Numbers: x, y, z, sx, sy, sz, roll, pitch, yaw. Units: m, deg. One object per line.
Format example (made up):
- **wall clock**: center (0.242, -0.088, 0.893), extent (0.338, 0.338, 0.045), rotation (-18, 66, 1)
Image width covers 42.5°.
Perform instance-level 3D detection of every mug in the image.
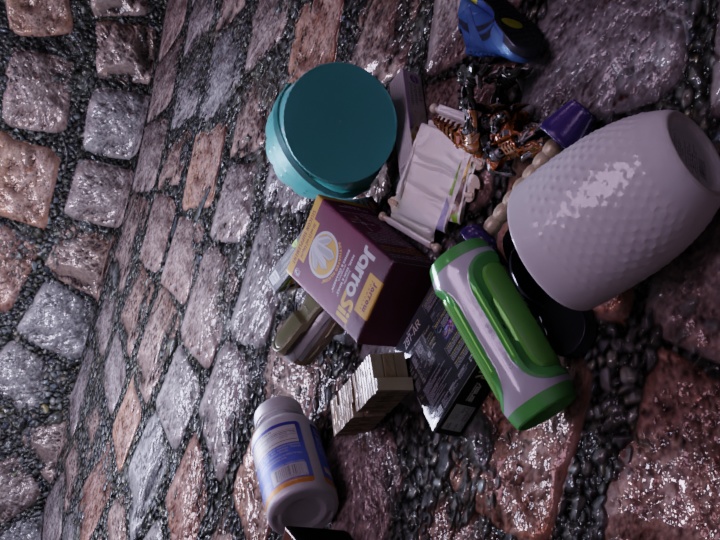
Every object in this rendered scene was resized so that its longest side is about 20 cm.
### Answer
- **mug**: center (0.260, -0.082, 0.906), extent (0.175, 0.147, 0.201), rotation (-37, 16, 42)

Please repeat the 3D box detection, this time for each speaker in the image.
- **speaker**: center (0.153, 0.068, 1.009), extent (0.089, 0.087, 0.203), rotation (-48, 61, 40)

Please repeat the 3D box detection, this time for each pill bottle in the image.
- **pill bottle**: center (-0.108, 0.293, 1.419), extent (0.113, 0.110, 0.201), rotation (-60, 31, 26)

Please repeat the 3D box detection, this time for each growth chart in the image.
- **growth chart**: center (0.108, -0.128, 1.276), extent (0.144, 0.018, 0.203), rotation (38, 112, 37)

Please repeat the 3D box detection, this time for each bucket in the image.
- **bucket**: center (-0.043, -0.209, 1.407), extent (0.135, 0.202, 0.212), rotation (160, 121, -77)

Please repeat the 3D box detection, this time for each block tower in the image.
- **block tower**: center (0.012, 0.171, 1.268), extent (0.200, 0.053, 0.059), rotation (126, 139, -59)

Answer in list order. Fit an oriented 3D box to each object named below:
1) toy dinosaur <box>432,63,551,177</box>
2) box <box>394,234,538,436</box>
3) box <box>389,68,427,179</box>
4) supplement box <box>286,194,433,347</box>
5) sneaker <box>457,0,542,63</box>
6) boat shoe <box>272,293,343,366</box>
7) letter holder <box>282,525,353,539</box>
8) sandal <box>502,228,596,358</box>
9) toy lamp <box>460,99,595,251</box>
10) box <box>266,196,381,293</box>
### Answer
- **toy dinosaur**: center (0.159, -0.189, 1.171), extent (0.196, 0.101, 0.139), rotation (8, 102, 32)
- **box**: center (0.126, 0.078, 1.159), extent (0.202, 0.043, 0.161), rotation (-62, 31, 25)
- **box**: center (0.077, -0.211, 1.390), extent (0.041, 0.038, 0.204), rotation (-42, 43, 43)
- **supplement box**: center (0.000, 0.000, 1.318), extent (0.200, 0.102, 0.133), rotation (41, 113, 42)
- **sneaker**: center (0.180, -0.307, 1.227), extent (0.201, 0.064, 0.080), rotation (-115, 36, -51)
- **boat shoe**: center (-0.052, 0.066, 1.468), extent (0.200, 0.068, 0.075), rotation (-46, 30, 10)
- **letter holder**: center (-0.040, 0.454, 1.233), extent (0.199, 0.099, 0.145), rotation (26, 102, 62)
- **sandal**: center (0.206, 0.009, 1.043), extent (0.077, 0.042, 0.202), rotation (-58, 33, 29)
- **toy lamp**: center (0.196, -0.108, 1.076), extent (0.201, 0.058, 0.058), rotation (-51, 34, 14)
- **box**: center (-0.060, -0.040, 1.487), extent (0.200, 0.109, 0.035), rotation (-49, 64, 41)
